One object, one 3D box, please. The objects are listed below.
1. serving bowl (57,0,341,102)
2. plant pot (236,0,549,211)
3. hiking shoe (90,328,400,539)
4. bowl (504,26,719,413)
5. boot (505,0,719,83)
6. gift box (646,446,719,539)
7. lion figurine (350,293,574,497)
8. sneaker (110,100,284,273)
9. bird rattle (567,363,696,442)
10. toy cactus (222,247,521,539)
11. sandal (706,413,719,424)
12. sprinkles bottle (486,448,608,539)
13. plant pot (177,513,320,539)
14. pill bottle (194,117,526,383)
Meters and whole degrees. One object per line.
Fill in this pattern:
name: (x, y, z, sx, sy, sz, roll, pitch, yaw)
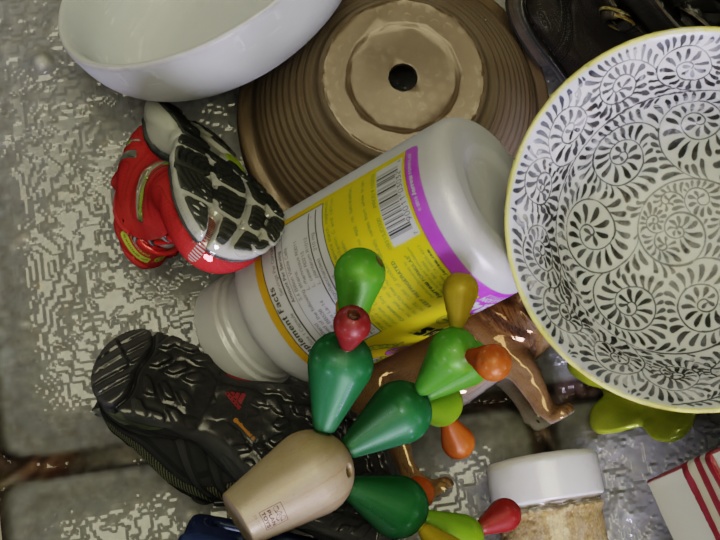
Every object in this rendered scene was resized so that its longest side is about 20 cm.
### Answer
serving bowl: (-0.083, -0.171, 0.941, 0.199, 0.066, 0.200, -17, 43, 17)
plant pot: (0.022, -0.105, 0.953, 0.200, 0.093, 0.202, 0, 79, -2)
hiking shoe: (-0.065, 0.105, 0.906, 0.200, 0.101, 0.076, 30, 65, 2)
bowl: (0.181, -0.022, 0.836, 0.200, 0.094, 0.202, -1, 82, 10)
boot: (0.179, -0.122, 0.906, 0.200, 0.174, 0.069, 40, 79, -17)
gift box: (0.269, 0.162, 0.823, 0.199, 0.185, 0.187, -22, 78, -12)
lion figurine: (0.048, 0.063, 0.929, 0.200, 0.072, 0.123, -32, 83, -7)
sneaker: (-0.103, -0.032, 0.896, 0.077, 0.200, 0.085, 32, 100, -24)
bird rattle: (0.212, 0.008, 0.940, 0.199, 0.113, 0.163, -24, 65, -10)
toy cactus: (0.009, 0.094, 0.811, 0.165, 0.200, 0.102, -31, 37, -18)
sandal: (0.275, 0.026, 0.857, 0.200, 0.080, 0.058, -22, 86, -15)
sprinkles bottle: (0.122, 0.208, 0.907, 0.068, 0.068, 0.201, -8, 79, -4)
plant pot: (-0.032, 0.246, 0.836, 0.199, 0.180, 0.201, 15, 79, 1)
pill bottle: (0.000, 0.000, 0.887, 0.200, 0.104, 0.105, -28, 79, 30)
